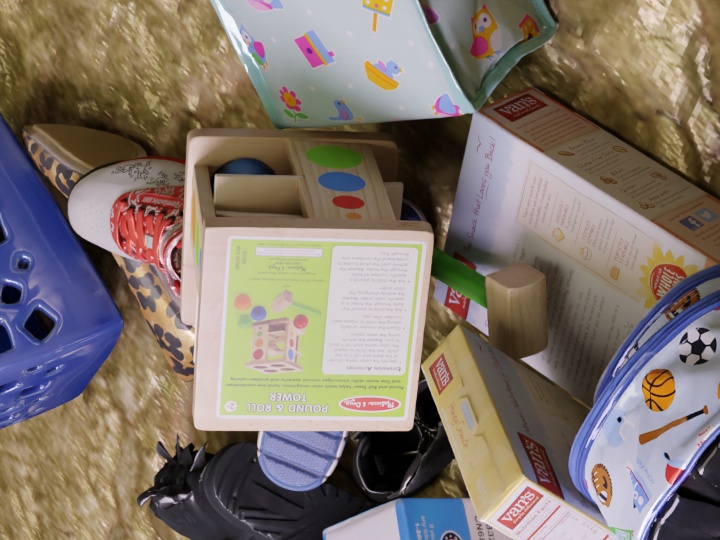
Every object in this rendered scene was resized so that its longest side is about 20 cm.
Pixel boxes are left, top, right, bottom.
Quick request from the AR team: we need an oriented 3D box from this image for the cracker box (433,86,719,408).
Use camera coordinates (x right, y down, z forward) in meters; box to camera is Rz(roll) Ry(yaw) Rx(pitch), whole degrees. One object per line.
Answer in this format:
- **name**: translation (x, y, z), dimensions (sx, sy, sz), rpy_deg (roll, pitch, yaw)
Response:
- **cracker box**: translation (0.140, 0.003, 1.287), dimensions (0.200, 0.058, 0.134), rpy_deg (35, 132, 29)

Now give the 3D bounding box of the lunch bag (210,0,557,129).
- **lunch bag**: translation (-0.009, -0.187, 1.275), dimensions (0.170, 0.122, 0.201), rpy_deg (0, 128, 44)

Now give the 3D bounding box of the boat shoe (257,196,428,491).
- **boat shoe**: translation (-0.014, 0.038, 1.442), dimensions (0.072, 0.072, 0.201), rpy_deg (25, 104, -3)

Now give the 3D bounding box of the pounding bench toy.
- **pounding bench toy**: translation (0.000, 0.000, 1.312), dimensions (0.156, 0.199, 0.125), rpy_deg (-105, 18, -63)

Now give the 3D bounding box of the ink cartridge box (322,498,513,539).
- **ink cartridge box**: translation (0.089, 0.209, 1.309), dimensions (0.084, 0.199, 0.147), rpy_deg (-31, 63, 48)

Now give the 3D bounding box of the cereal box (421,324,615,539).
- **cereal box**: translation (0.128, 0.123, 1.232), dimensions (0.040, 0.200, 0.144), rpy_deg (-48, 29, 17)

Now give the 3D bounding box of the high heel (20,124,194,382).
- **high heel**: translation (-0.170, -0.013, 1.589), dimensions (0.199, 0.071, 0.143), rpy_deg (28, 123, 25)

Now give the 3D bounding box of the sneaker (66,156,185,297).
- **sneaker**: translation (-0.118, -0.025, 1.457), dimensions (0.200, 0.108, 0.068), rpy_deg (9, 109, 20)

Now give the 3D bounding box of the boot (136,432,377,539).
- **boot**: translation (-0.052, 0.182, 1.554), dimensions (0.198, 0.074, 0.162), rpy_deg (35, 161, -12)

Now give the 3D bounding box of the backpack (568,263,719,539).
- **backpack**: translation (0.203, 0.082, 1.137), dimensions (0.154, 0.190, 0.201), rpy_deg (47, 117, 38)

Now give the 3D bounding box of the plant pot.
- **plant pot**: translation (-0.306, 0.025, 1.635), dimensions (0.200, 0.179, 0.200), rpy_deg (57, 155, 8)

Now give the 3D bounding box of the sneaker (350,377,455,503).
- **sneaker**: translation (0.026, 0.108, 1.420), dimensions (0.060, 0.104, 0.200), rpy_deg (55, 138, 7)
